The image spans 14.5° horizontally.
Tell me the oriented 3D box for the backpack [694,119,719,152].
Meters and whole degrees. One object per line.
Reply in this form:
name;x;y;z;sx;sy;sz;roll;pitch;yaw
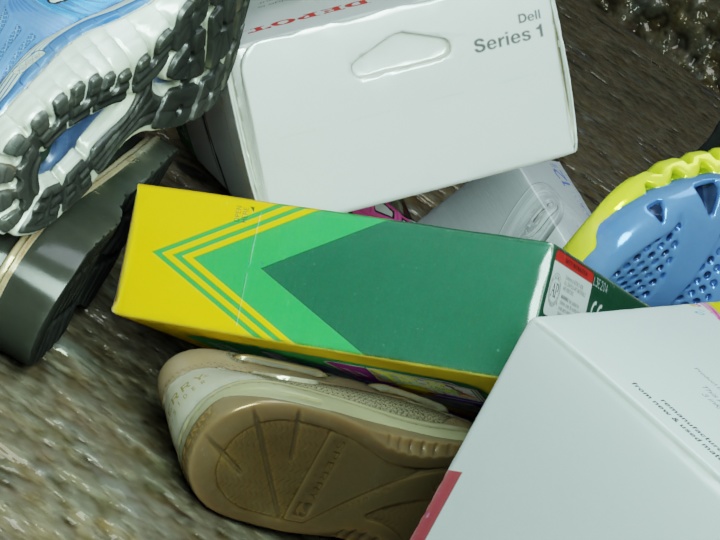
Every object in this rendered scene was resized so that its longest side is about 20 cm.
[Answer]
backpack;0.237;0.031;1.408;0.200;0.126;0.168;33;40;-25

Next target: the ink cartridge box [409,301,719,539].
ink cartridge box;0.137;0.108;1.041;0.199;0.146;0.145;-3;37;-50

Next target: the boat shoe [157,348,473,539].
boat shoe;0.012;0.075;1.100;0.199;0.071;0.065;25;17;-33

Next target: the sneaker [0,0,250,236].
sneaker;-0.108;-0.091;1.071;0.089;0.079;0.200;29;38;18

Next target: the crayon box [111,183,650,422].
crayon box;0.023;0.021;1.132;0.172;0.059;0.200;10;-7;23

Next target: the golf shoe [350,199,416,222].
golf shoe;0.000;0.000;1.335;0.092;0.073;0.200;42;14;22

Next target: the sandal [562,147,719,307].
sandal;0.175;0.001;1.220;0.199;0.080;0.087;0;56;-33

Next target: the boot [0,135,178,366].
boot;-0.155;-0.044;1.120;0.138;0.078;0.200;30;12;0

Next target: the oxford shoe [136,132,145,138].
oxford shoe;-0.141;-0.077;1.325;0.073;0.071;0.200;65;-3;-17

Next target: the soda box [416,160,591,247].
soda box;0.106;0.044;1.319;0.201;0.068;0.063;60;21;17

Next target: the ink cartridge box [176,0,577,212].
ink cartridge box;-0.004;-0.091;1.254;0.145;0.085;0.200;-15;17;-10
